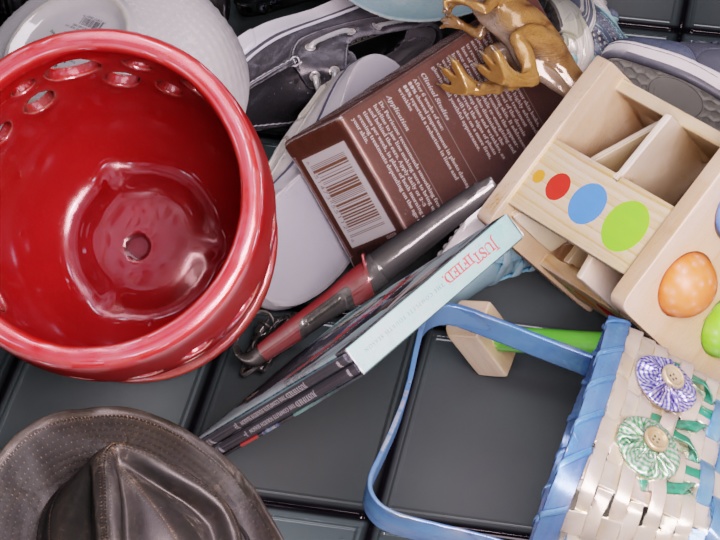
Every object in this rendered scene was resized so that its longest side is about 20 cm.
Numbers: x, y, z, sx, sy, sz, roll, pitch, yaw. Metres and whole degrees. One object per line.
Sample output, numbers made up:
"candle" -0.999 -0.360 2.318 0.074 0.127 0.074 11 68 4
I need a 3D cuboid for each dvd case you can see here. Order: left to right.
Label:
"dvd case" -0.002 0.042 1.486 0.146 0.200 0.022 -39 94 -33

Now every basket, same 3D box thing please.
"basket" 0.113 0.104 1.432 0.199 0.139 0.177 14 44 5

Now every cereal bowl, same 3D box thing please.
"cereal bowl" -0.179 -0.125 1.685 0.199 0.083 0.201 -12 55 18

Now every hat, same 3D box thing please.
"hat" -0.122 0.149 1.393 0.200 0.081 0.201 7 58 -12

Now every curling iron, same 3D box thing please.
"curling iron" 0.000 0.000 1.563 0.200 0.026 0.050 -36 30 12

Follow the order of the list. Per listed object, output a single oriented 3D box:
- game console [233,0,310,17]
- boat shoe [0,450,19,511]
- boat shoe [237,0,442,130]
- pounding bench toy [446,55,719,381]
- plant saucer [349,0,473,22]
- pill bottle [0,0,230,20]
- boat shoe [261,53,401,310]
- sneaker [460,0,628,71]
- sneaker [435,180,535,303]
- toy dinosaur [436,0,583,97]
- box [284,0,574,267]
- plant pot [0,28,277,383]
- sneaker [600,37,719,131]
"game console" -0.009 -0.293 1.842 0.199 0.117 0.176 -15 31 16
"boat shoe" -0.219 0.143 1.454 0.199 0.071 0.065 -10 42 -10
"boat shoe" -0.028 -0.136 1.755 0.200 0.072 0.068 -27 46 -34
"pounding bench toy" 0.163 0.005 1.526 0.200 0.124 0.156 -53 44 -2
"plant saucer" 0.064 -0.252 1.760 0.200 0.039 0.202 -8 64 17
"pill bottle" -0.197 -0.226 1.824 0.199 0.112 0.112 -4 43 -1
"boat shoe" -0.034 -0.055 1.669 0.070 0.071 0.200 -17 43 53
"sneaker" 0.132 -0.183 1.807 0.086 0.078 0.200 9 30 -27
"sneaker" 0.127 -0.028 1.628 0.200 0.074 0.082 -40 76 -19
"toy dinosaur" 0.112 -0.137 1.606 0.200 0.060 0.106 47 51 11
"box" 0.056 -0.093 1.654 0.200 0.100 0.075 -34 8 -35
"plant pot" -0.142 -0.029 1.520 0.200 0.183 0.201 -1 81 8
"sneaker" 0.274 -0.147 1.731 0.202 0.077 0.146 20 57 8
